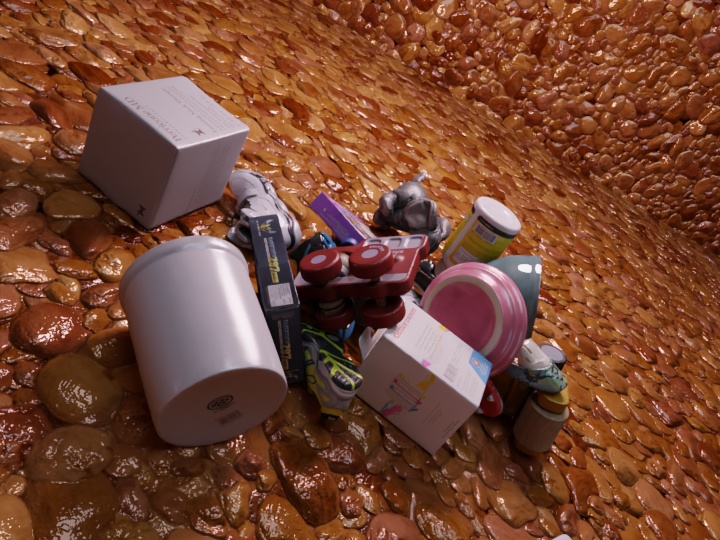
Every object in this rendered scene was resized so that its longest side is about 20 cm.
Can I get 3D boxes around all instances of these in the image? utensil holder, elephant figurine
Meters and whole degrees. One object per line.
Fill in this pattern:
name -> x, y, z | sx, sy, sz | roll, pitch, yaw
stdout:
utensil holder -> -0.195, 0.086, 0.743 | 0.169, 0.171, 0.201 | 6, 42, -38
elephant figurine -> 0.135, -0.095, 1.329 | 0.141, 0.156, 0.200 | -17, 47, -41

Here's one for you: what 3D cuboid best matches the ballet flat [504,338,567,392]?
ballet flat -> 0.258, 0.137, 1.019 | 0.199, 0.075, 0.074 | 24, 22, 33

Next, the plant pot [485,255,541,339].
plant pot -> 0.288, 0.059, 1.243 | 0.133, 0.202, 0.201 | 9, 29, 10

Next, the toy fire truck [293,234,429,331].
toy fire truck -> 0.000, 0.000, 0.943 | 0.198, 0.113, 0.168 | -4, 30, 22

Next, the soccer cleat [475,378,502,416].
soccer cleat -> 0.192, 0.175, 1.087 | 0.085, 0.069, 0.200 | -12, 49, -45

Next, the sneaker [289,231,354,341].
sneaker -> -0.066, 0.036, 1.039 | 0.073, 0.081, 0.202 | 32, 38, -56

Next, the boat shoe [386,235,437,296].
boat shoe -> 0.117, 0.005, 1.137 | 0.201, 0.063, 0.074 | 46, 12, 11

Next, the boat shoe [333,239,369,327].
boat shoe -> -0.012, 0.028, 1.107 | 0.072, 0.072, 0.201 | 36, 17, -49

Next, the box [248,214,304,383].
box -> -0.124, 0.040, 0.883 | 0.050, 0.159, 0.201 | -8, 43, -11

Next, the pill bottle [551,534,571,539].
pill bottle -> 0.273, 0.446, 0.739 | 0.110, 0.111, 0.201 | 2, 43, -42

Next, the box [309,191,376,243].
box -> -0.007, -0.070, 1.187 | 0.137, 0.039, 0.200 | 49, 9, 24

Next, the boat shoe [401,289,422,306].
boat shoe -> 0.071, 0.058, 1.103 | 0.066, 0.072, 0.200 | 42, 19, 17

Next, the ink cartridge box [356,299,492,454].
ink cartridge box -> 0.084, 0.157, 0.948 | 0.199, 0.126, 0.129 | 37, 31, 5

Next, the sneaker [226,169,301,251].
sneaker -> -0.202, -0.111, 1.099 | 0.200, 0.075, 0.114 | 49, 31, 18

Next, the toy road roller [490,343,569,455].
toy road roller -> 0.282, 0.212, 1.075 | 0.145, 0.124, 0.200 | 18, 30, 3

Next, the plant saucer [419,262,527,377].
plant saucer -> 0.179, 0.085, 1.020 | 0.051, 0.201, 0.201 | 12, 35, -54

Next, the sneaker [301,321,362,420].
sneaker -> -0.061, 0.142, 0.893 | 0.075, 0.077, 0.200 | 19, 16, -21

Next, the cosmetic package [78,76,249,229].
cosmetic package -> -0.329, -0.205, 1.021 | 0.167, 0.167, 0.200 | 38, 32, 7

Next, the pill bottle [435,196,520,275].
pill bottle -> 0.251, -0.051, 1.323 | 0.113, 0.201, 0.115 | 23, 32, -16
